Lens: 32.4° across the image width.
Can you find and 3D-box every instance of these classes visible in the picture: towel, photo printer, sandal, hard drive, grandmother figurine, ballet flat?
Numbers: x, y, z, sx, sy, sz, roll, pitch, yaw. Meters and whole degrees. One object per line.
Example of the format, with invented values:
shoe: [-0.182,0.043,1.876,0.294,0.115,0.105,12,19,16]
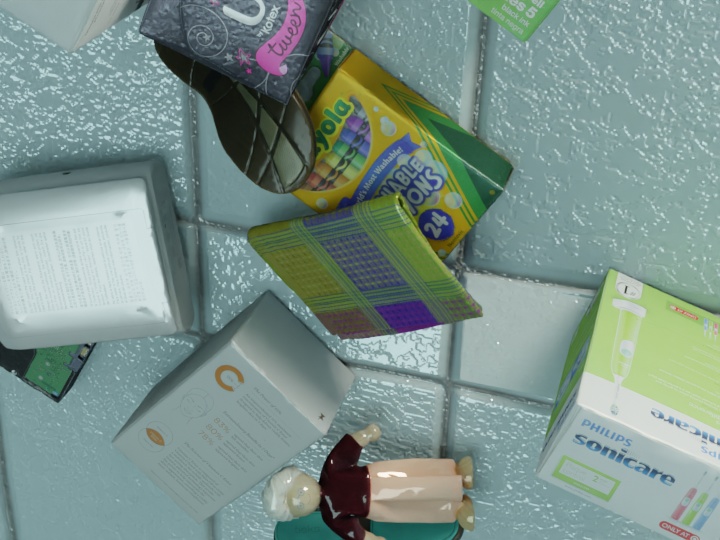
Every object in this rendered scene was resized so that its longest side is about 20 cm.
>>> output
towel: [0.000,0.000,1.073,0.200,0.023,0.144,-11,126,48]
photo printer: [-0.267,-0.011,1.154,0.200,0.069,0.167,-7,107,11]
sandal: [-0.098,-0.150,1.034,0.200,0.055,0.082,47,114,20]
hard drive: [-0.357,0.029,1.254,0.200,0.038,0.140,33,124,-1]
grandmother figurine: [0.006,0.207,1.176,0.200,0.061,0.121,-2,77,-9]
ballet flat: [0.012,0.269,1.258,0.200,0.073,0.073,-6,117,15]

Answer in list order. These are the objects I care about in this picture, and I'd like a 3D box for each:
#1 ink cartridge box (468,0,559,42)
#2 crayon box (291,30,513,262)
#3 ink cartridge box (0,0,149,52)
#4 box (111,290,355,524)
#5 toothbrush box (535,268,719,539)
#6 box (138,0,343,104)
ink cartridge box: [0.150,-0.273,0.837,0.084,0.146,0.200,37,124,-5]
crayon box: [0.011,-0.093,1.048,0.200,0.052,0.126,36,124,-3]
ink cartridge box: [-0.220,-0.263,0.940,0.146,0.200,0.084,33,121,-3]
box: [-0.124,0.135,1.200,0.124,0.098,0.200,45,123,-10]
toothbrush box: [0.237,0.106,0.998,0.145,0.200,0.086,24,124,3]
box: [-0.063,-0.250,0.928,0.132,0.115,0.200,25,121,-5]
